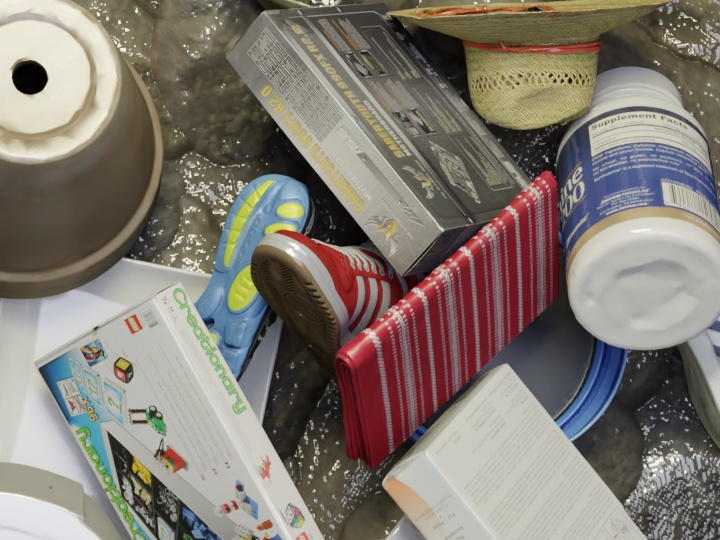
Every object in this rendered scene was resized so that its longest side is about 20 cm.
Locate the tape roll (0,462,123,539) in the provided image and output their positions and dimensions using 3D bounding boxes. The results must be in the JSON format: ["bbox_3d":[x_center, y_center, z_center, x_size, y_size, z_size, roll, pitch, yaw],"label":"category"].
[{"bbox_3d":[-0.241,0.233,1.572,0.201,0.139,0.204,0,94,-6],"label":"tape roll"}]

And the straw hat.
[{"bbox_3d":[0.119,-0.142,1.680,0.200,0.201,0.086,-4,98,-11],"label":"straw hat"}]

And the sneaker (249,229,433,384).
[{"bbox_3d":[0.000,0.000,1.605,0.071,0.200,0.113,27,73,30],"label":"sneaker"}]

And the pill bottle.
[{"bbox_3d":[0.192,-0.049,1.669,0.110,0.111,0.201,11,40,-9],"label":"pill bottle"}]

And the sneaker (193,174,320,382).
[{"bbox_3d":[-0.083,0.031,1.642,0.071,0.083,0.200,30,93,23],"label":"sneaker"}]

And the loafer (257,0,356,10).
[{"bbox_3d":[-0.081,-0.241,1.701,0.200,0.070,0.075,35,79,-5],"label":"loafer"}]

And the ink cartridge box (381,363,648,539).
[{"bbox_3d":[0.118,0.176,1.617,0.050,0.162,0.200,-35,92,31],"label":"ink cartridge box"}]

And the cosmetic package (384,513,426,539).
[{"bbox_3d":[0.012,0.258,1.640,0.081,0.113,0.200,39,77,12],"label":"cosmetic package"}]

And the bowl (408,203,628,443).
[{"bbox_3d":[0.092,0.040,1.720,0.199,0.039,0.202,1,84,-10],"label":"bowl"}]

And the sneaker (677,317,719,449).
[{"bbox_3d":[0.271,0.051,1.734,0.084,0.075,0.201,-23,89,-8],"label":"sneaker"}]

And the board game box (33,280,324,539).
[{"bbox_3d":[-0.122,0.121,1.605,0.035,0.126,0.201,-32,94,-54],"label":"board game box"}]

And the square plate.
[{"bbox_3d":[-0.164,0.092,1.673,0.197,0.028,0.201,11,82,-9],"label":"square plate"}]

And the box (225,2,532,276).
[{"bbox_3d":[0.022,-0.093,1.641,0.200,0.158,0.048,51,120,15],"label":"box"}]

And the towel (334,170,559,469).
[{"bbox_3d":[0.060,0.034,1.618,0.022,0.145,0.200,38,67,26],"label":"towel"}]

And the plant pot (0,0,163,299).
[{"bbox_3d":[-0.224,-0.099,1.593,0.199,0.174,0.201,3,73,-9],"label":"plant pot"}]
